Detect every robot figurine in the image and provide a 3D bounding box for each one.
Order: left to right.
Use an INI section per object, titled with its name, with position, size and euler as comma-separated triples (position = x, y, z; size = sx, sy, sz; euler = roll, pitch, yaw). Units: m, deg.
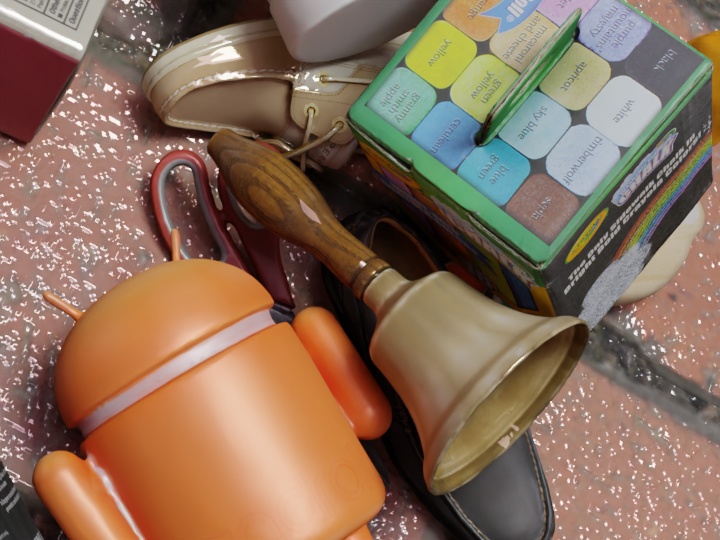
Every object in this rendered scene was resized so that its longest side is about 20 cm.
[robot figurine]
position = -0.064, 0.080, 0.780
size = 0.143, 0.117, 0.201
euler = -32, 86, 8

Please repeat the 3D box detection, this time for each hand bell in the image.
[hand bell]
position = 0.000, 0.000, 0.791
size = 0.104, 0.104, 0.200
euler = -35, 66, -31

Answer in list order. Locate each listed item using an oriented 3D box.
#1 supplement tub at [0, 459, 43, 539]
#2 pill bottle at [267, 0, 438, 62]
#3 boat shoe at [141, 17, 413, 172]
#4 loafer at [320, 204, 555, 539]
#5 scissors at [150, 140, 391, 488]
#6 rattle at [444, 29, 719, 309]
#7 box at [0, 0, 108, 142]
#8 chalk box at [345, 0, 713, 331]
[supplement tub]
position = -0.219, 0.072, 0.685
size = 0.122, 0.122, 0.201
euler = -31, 97, -31
[pill bottle]
position = -0.028, -0.213, 0.827
size = 0.113, 0.114, 0.201
euler = -18, 81, -29
[boat shoe]
position = -0.016, -0.087, 0.887
size = 0.199, 0.074, 0.070
euler = -5, 68, -28
[loafer]
position = 0.040, 0.059, 0.850
size = 0.073, 0.072, 0.201
euler = -31, 88, -9
[scissors]
position = -0.047, 0.028, 0.864
size = 0.073, 0.014, 0.201
euler = -19, 95, -5
[rattle]
position = 0.128, -0.037, 0.904
size = 0.199, 0.143, 0.131
euler = -24, 97, -36
[box]
position = -0.214, -0.171, 0.803
size = 0.199, 0.109, 0.128
euler = 25, 63, -15
[chalk box]
position = 0.083, -0.066, 0.796
size = 0.124, 0.200, 0.125
euler = 39, 84, 20
